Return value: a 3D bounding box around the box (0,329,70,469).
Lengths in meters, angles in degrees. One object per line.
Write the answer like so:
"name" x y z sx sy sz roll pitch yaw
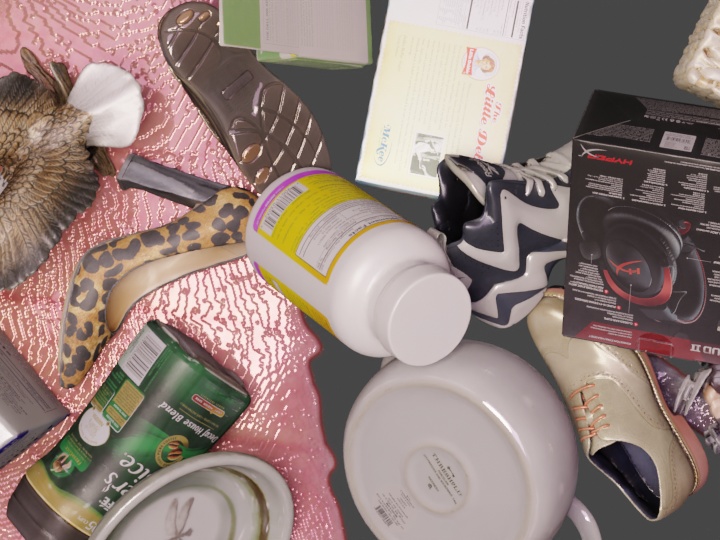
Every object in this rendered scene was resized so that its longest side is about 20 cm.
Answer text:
"box" -0.337 0.080 1.569 0.105 0.200 0.184 -40 88 3

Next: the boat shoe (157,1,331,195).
"boat shoe" -0.091 -0.132 1.625 0.074 0.073 0.201 -35 109 -6

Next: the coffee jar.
"coffee jar" -0.184 0.144 1.608 0.200 0.104 0.085 -51 47 2

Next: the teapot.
"teapot" 0.095 0.137 1.583 0.196 0.146 0.201 13 113 27

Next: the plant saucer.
"plant saucer" -0.147 0.215 1.591 0.200 0.200 0.050 -50 49 1

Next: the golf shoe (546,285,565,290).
"golf shoe" 0.224 -0.039 1.607 0.092 0.073 0.201 30 92 4

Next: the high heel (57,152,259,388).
"high heel" -0.154 0.017 1.623 0.142 0.071 0.201 20 82 9

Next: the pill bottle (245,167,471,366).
"pill bottle" 0.000 0.000 1.548 0.104 0.200 0.105 -14 119 -27

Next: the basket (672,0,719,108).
"basket" 0.352 -0.174 1.544 0.197 0.200 0.161 28 97 3

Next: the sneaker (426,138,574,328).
"sneaker" 0.125 -0.068 1.575 0.199 0.079 0.130 -47 127 -3

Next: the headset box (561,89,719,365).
"headset box" 0.229 -0.020 1.501 0.148 0.075 0.201 10 127 16

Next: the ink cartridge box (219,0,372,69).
"ink cartridge box" -0.064 -0.233 1.563 0.048 0.200 0.147 -2 90 36

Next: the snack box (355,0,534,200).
"snack box" 0.070 -0.157 1.632 0.115 0.037 0.201 11 90 2

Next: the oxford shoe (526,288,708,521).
"oxford shoe" 0.192 0.103 1.577 0.200 0.074 0.071 51 131 2

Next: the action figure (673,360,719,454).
"action figure" 0.333 0.102 1.607 0.199 0.069 0.131 34 98 7

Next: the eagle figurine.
"eagle figurine" -0.270 -0.080 1.581 0.151 0.200 0.152 19 121 27
